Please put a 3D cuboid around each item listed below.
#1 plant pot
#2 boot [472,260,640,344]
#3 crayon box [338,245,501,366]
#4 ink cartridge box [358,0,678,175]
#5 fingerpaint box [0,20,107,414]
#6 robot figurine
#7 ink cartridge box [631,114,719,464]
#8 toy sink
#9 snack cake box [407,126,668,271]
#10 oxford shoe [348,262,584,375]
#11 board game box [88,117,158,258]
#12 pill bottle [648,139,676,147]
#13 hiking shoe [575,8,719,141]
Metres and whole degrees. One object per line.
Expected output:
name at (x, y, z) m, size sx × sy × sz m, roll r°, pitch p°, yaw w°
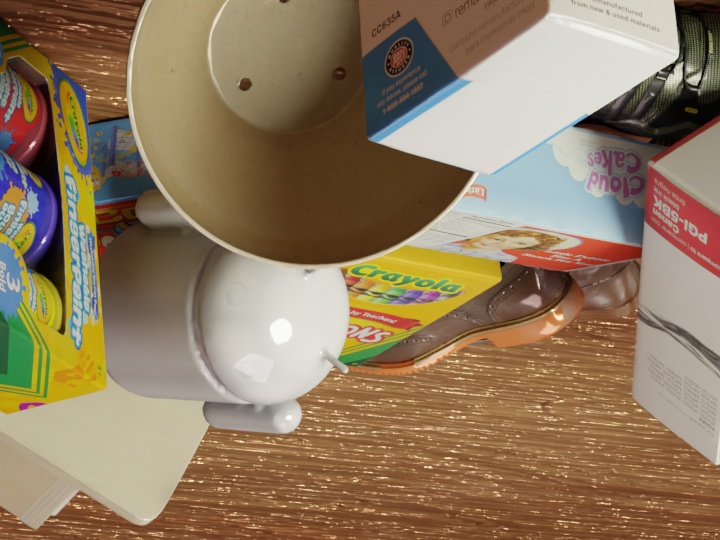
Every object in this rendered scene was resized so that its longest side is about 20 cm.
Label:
plant pot at (-0.031, -0.112, 1.471) m, size 0.200 × 0.200 × 0.134 m, roll -3°, pitch -167°, yaw -7°
boot at (0.102, -0.021, 1.852) m, size 0.186 × 0.064 × 0.200 m, roll -9°, pitch 155°, yaw 7°
crayon box at (0.000, 0.000, 1.738) m, size 0.127 × 0.051 × 0.200 m, roll 11°, pitch 152°, yaw -33°
ink cartridge box at (0.070, -0.169, 1.300) m, size 0.086 × 0.200 × 0.146 m, roll 12°, pitch 151°, yaw -34°
fingerpaint box at (-0.217, -0.039, 1.542) m, size 0.073 × 0.200 × 0.167 m, roll -14°, pitch 155°, yaw 18°
robot figurine at (-0.088, 0.024, 1.654) m, size 0.200 × 0.170 × 0.113 m, roll 2°, pitch -148°, yaw 42°
ink cartridge box at (0.242, -0.004, 1.613) m, size 0.147 × 0.083 × 0.200 m, roll -31°, pitch 141°, yaw -28°
toy sink at (-0.215, 0.089, 1.836) m, size 0.200 × 0.130 × 0.112 m, roll 33°, pitch 147°, yaw -9°
snack cake box at (0.085, -0.049, 1.622) m, size 0.200 × 0.067 × 0.115 m, roll 10°, pitch 167°, yaw -34°
oxford shoe at (0.053, 0.017, 1.832) m, size 0.200 × 0.071 × 0.073 m, roll -16°, pitch 122°, yaw 32°
board game box at (-0.085, -0.043, 1.754) m, size 0.200 × 0.056 × 0.196 m, roll -9°, pitch 158°, yaw 9°
pill bottle at (0.290, -0.063, 1.730) m, size 0.200 × 0.106 × 0.106 m, roll -17°, pitch 155°, yaw 26°
hiking shoe at (0.157, -0.124, 1.591) m, size 0.200 × 0.076 × 0.101 m, roll -8°, pitch 161°, yaw 8°
